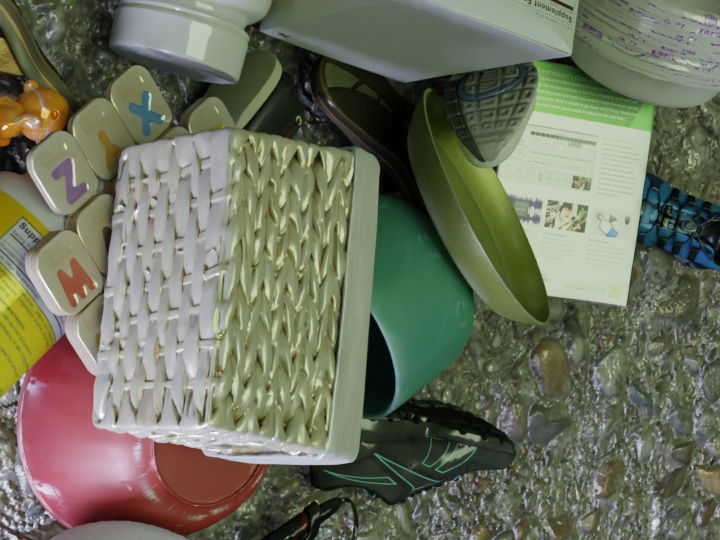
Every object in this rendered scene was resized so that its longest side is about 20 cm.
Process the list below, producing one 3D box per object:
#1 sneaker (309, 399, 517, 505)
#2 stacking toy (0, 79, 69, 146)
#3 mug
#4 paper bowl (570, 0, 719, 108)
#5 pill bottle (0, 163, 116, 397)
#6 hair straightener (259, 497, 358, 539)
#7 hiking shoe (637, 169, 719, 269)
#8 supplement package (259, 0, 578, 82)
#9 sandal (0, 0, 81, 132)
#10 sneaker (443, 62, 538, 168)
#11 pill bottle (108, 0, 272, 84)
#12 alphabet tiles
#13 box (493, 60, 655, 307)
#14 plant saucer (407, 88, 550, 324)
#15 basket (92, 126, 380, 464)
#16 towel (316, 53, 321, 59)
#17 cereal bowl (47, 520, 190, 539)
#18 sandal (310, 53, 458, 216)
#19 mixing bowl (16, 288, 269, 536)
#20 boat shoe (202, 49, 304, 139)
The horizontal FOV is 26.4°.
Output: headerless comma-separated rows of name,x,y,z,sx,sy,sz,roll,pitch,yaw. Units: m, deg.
sneaker,0.041,0.150,1.274,0.198,0.075,0.080,11,103,-31
stacking toy,-0.276,-0.082,0.961,0.199,0.109,0.117,-19,108,-29
mug,0.008,0.005,1.168,0.114,0.151,0.186,-34,115,-31
paper bowl,0.254,-0.214,1.306,0.199,0.201,0.105,-7,129,-36
pill bottle,-0.242,0.010,1.005,0.200,0.112,0.113,-48,121,-23
hair straightener,-0.077,0.246,1.199,0.199,0.041,0.077,-35,116,-26
hiking shoe,0.295,-0.049,1.418,0.199,0.086,0.075,15,87,-37
supplement package,0.051,-0.258,1.095,0.146,0.190,0.202,14,82,-37
sandal,-0.245,-0.153,1.015,0.054,0.080,0.201,-33,121,-6
sneaker,0.108,-0.133,1.211,0.201,0.074,0.088,-78,161,-54
pill bottle,-0.106,-0.240,1.074,0.114,0.114,0.202,16,86,-37
alphabet tiles,-0.134,-0.027,1.020,0.200,0.015,0.197,-48,122,-38
box,0.177,-0.076,1.332,0.143,0.036,0.202,8,92,-17
plant saucer,0.086,-0.043,1.175,0.031,0.201,0.201,-27,120,15
basket,-0.080,0.017,0.967,0.123,0.135,0.202,13,77,-44
towel,0.022,-0.259,1.222,0.148,0.031,0.202,-14,104,-34
cereal bowl,-0.153,0.252,1.075,0.201,0.198,0.084,64,25,-24
sandal,0.018,-0.097,1.221,0.200,0.054,0.082,41,52,-35
mixing bowl,-0.133,0.112,1.104,0.199,0.108,0.202,-6,101,-37
boat shoe,-0.117,-0.069,1.113,0.202,0.073,0.063,-49,133,-16
